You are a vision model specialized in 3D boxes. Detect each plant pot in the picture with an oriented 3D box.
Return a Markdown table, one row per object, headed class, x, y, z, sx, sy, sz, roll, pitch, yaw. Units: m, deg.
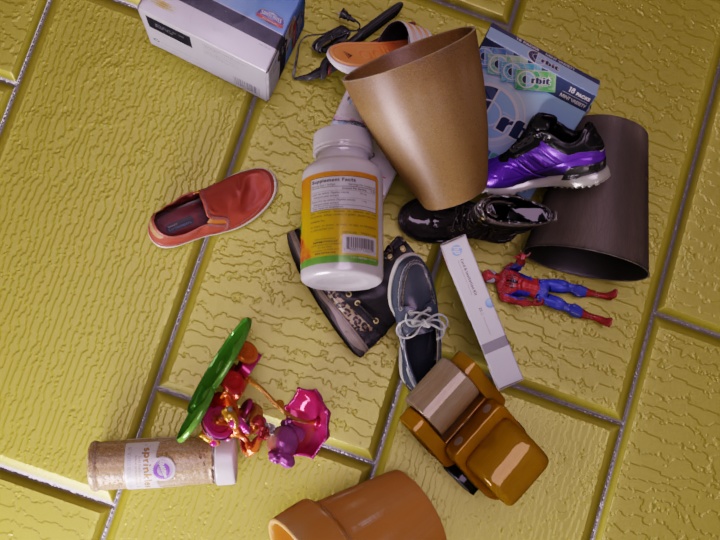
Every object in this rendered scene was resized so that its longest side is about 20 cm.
| class | x | y | z | sx | sy | sz | roll | pitch | yaw |
| --- | --- | --- | --- | --- | --- | --- | --- | --- | --- |
| plant pot | 0.007 | 0.363 | 1.261 | 0.181 | 0.200 | 0.202 | -30 | 86 | -24 |
| plant pot | 0.096 | -0.192 | 1.270 | 0.184 | 0.186 | 0.203 | -25 | 108 | -7 |

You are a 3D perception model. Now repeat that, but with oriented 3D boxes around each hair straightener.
| class | x | y | z | sx | sy | sz | roll | pitch | yaw |
| --- | --- | --- | --- | --- | --- | --- | --- | --- | --- |
| hair straightener | -0.019 | -0.342 | 1.418 | 0.198 | 0.041 | 0.078 | -31 | 86 | -3 |

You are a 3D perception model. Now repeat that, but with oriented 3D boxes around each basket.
| class | x | y | z | sx | sy | sz | roll | pitch | yaw |
| --- | --- | --- | --- | --- | --- | --- | --- | --- | --- |
| basket | 0.335 | -0.105 | 1.367 | 0.177 | 0.136 | 0.204 | 10 | 77 | 13 |

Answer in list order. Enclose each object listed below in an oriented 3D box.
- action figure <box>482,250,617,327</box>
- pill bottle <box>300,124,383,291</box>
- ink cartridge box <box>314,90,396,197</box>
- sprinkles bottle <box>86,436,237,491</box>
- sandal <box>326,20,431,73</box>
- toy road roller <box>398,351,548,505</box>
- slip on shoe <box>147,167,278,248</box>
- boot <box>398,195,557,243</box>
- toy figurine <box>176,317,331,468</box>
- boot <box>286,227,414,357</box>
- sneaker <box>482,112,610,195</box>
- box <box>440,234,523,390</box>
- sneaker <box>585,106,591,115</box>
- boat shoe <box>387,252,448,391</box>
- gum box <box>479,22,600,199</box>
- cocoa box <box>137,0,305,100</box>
| class | x | y | z | sx | sy | sz | roll | pitch | yaw |
| --- | --- | --- | --- | --- | --- | --- | --- | --- | --- |
| action figure | 0.270 | 0.026 | 1.363 | 0.196 | 0.099 | 0.067 | 13 | 81 | 0 |
| pill bottle | -0.024 | -0.083 | 1.274 | 0.109 | 0.111 | 0.204 | 1 | 76 | -4 |
| ink cartridge box | 0.007 | -0.176 | 1.379 | 0.115 | 0.068 | 0.203 | 24 | 81 | -1 |
| sprinkles bottle | -0.265 | 0.259 | 1.302 | 0.195 | 0.068 | 0.070 | -2 | 83 | -4 |
| sandal | 0.049 | -0.316 | 1.361 | 0.204 | 0.060 | 0.080 | -12 | 55 | -34 |
| toy road roller | 0.162 | 0.221 | 1.280 | 0.123 | 0.146 | 0.201 | -45 | 117 | -9 |
| slip on shoe | -0.206 | -0.089 | 1.355 | 0.197 | 0.061 | 0.075 | -23 | 83 | -8 |
| boot | 0.156 | -0.079 | 1.323 | 0.195 | 0.174 | 0.071 | 2 | 86 | -4 |
| toy figurine | -0.125 | 0.193 | 1.282 | 0.183 | 0.150 | 0.201 | 35 | 40 | -11 |
| boot | 0.000 | 0.000 | 1.353 | 0.149 | 0.073 | 0.202 | -33 | 90 | -7 |
| sneaker | 0.234 | -0.164 | 1.305 | 0.196 | 0.070 | 0.101 | -3 | 118 | 26 |
| box | 0.165 | 0.057 | 1.316 | 0.041 | 0.156 | 0.203 | -23 | 84 | 5 |
| sneaker | 0.234 | -0.242 | 1.387 | 0.197 | 0.075 | 0.083 | 19 | 91 | 26 |
| boat shoe | 0.079 | 0.078 | 1.317 | 0.073 | 0.062 | 0.204 | -7 | 109 | -18 |
| gum box | 0.210 | -0.216 | 1.342 | 0.168 | 0.201 | 0.045 | 28 | 44 | -1 |
| cocoa box | -0.189 | -0.356 | 1.352 | 0.197 | 0.133 | 0.133 | 26 | 81 | -1 |
